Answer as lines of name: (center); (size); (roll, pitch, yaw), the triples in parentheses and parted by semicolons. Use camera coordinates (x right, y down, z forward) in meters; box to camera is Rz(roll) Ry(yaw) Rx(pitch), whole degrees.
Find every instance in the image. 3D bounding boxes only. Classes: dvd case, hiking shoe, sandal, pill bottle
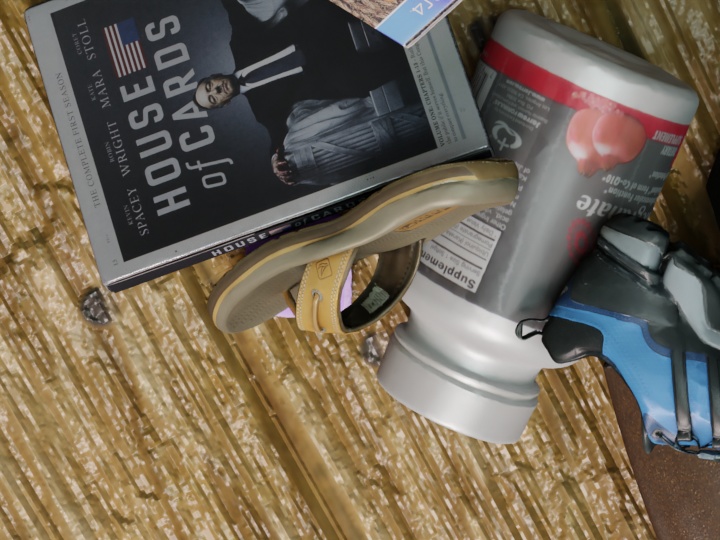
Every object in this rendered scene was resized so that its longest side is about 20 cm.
dvd case: (-0.052, -0.092, 1.151); (0.199, 0.025, 0.151); (-19, 75, 4)
hiking shoe: (0.176, 0.062, 1.125); (0.200, 0.074, 0.087); (41, 100, 9)
sandal: (0.000, 0.000, 1.145); (0.199, 0.080, 0.054); (-24, 82, 39)
pill bottle: (0.082, -0.020, 1.188); (0.110, 0.111, 0.201); (21, 102, -12)

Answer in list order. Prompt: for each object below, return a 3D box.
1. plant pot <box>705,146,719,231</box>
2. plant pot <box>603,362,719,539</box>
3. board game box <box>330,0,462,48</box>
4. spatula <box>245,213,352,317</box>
plant pot: (0.285, -0.046, 1.172); (0.200, 0.200, 0.178); (33, 111, -14)
plant pot: (0.219, 0.104, 1.216); (0.187, 0.187, 0.200); (-36, 91, 4)
board game box: (-0.013, -0.231, 1.088); (0.199, 0.097, 0.160); (31, 63, -13)
spatula: (-0.031, -0.070, 1.207); (0.056, 0.021, 0.201); (1, 104, -2)
